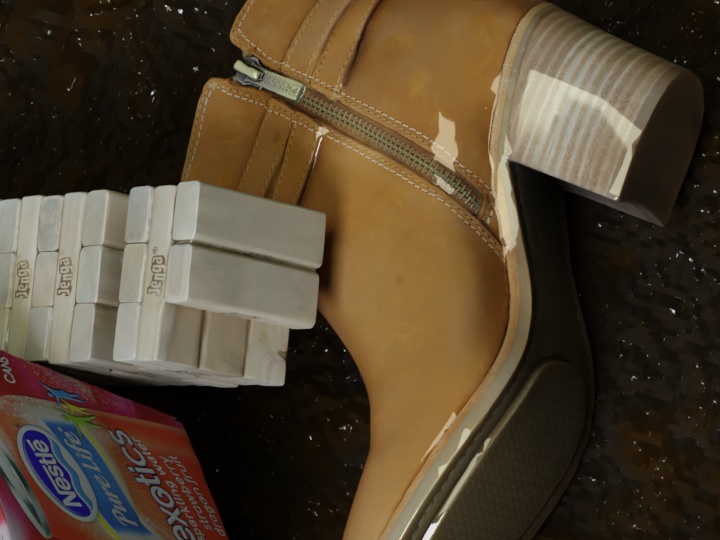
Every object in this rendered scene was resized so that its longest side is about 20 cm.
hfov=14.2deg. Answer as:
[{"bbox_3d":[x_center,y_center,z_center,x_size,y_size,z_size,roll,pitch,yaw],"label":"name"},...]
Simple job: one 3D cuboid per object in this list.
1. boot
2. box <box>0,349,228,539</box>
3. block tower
[{"bbox_3d":[0.000,0.000,0.885,0.155,0.077,0.201,20,87,30],"label":"boot"},{"bbox_3d":[-0.132,0.130,0.862,0.200,0.095,0.100,-50,39,21],"label":"box"},{"bbox_3d":[-0.102,0.007,0.906,0.200,0.058,0.054,-4,77,45],"label":"block tower"}]
